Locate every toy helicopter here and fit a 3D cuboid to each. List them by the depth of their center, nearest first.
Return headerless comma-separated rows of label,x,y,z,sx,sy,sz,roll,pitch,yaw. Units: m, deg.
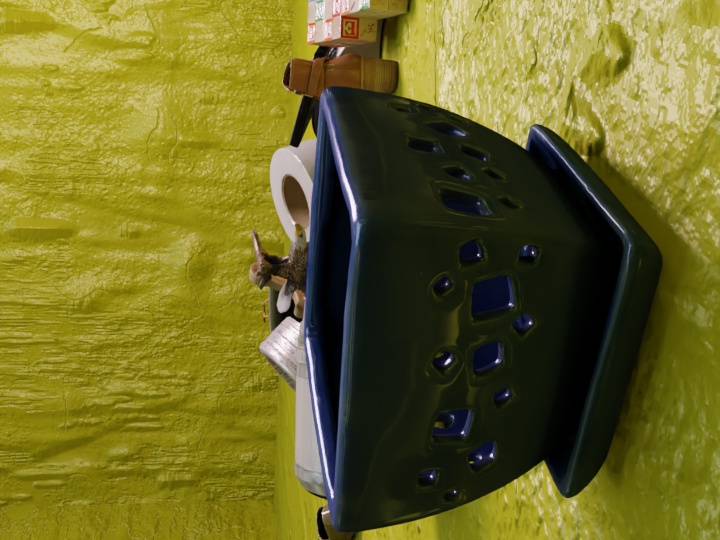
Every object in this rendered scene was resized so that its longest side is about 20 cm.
toy helicopter,-0.099,0.030,1.536,0.133,0.197,0.080,-64,-3,-50

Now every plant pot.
plant pot,0.062,0.016,0.542,0.201,0.176,0.204,-104,17,-60

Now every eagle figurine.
eagle figurine,-0.074,-0.026,1.425,0.151,0.196,0.155,100,159,-77

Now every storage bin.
storage bin,-0.158,0.120,2.107,0.136,0.142,0.203,86,178,-48

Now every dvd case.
dvd case,-0.077,-0.289,1.406,0.201,0.017,0.145,-83,9,-68

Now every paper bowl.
paper bowl,-0.043,0.145,1.254,0.201,0.104,0.201,44,169,11

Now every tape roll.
tape roll,-0.092,-0.135,1.629,0.202,0.070,0.206,41,142,43

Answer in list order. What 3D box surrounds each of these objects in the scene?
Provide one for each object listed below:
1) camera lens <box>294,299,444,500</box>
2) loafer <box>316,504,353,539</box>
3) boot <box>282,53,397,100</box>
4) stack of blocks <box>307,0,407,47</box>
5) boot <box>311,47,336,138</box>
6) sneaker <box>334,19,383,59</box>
camera lens,0.010,0.133,0.919,0.160,0.156,0.205,-173,84,-81
loafer,-0.046,0.440,1.534,0.201,0.066,0.077,104,164,-55
boot,-0.038,-0.265,1.276,0.200,0.151,0.075,128,142,-75
stack of blocks,-0.007,-0.374,1.205,0.199,0.057,0.118,16,106,62
boot,-0.038,-0.273,1.515,0.160,0.078,0.214,-99,14,-48
sneaker,-0.005,-0.363,1.363,0.100,0.069,0.203,-99,19,-54
